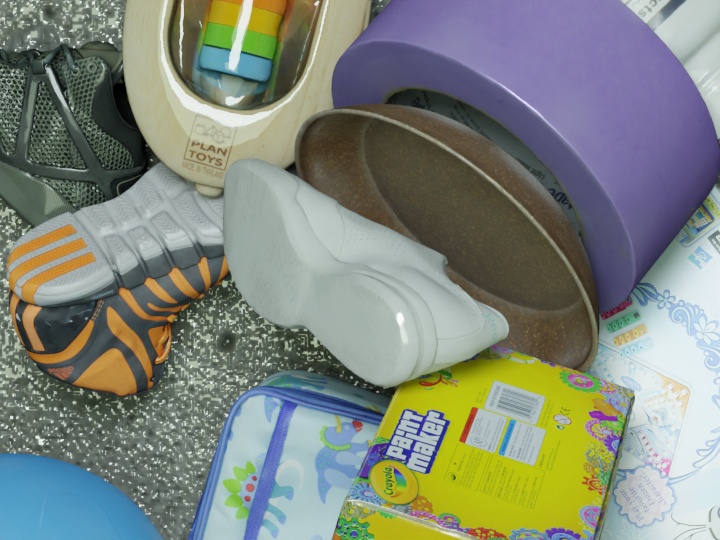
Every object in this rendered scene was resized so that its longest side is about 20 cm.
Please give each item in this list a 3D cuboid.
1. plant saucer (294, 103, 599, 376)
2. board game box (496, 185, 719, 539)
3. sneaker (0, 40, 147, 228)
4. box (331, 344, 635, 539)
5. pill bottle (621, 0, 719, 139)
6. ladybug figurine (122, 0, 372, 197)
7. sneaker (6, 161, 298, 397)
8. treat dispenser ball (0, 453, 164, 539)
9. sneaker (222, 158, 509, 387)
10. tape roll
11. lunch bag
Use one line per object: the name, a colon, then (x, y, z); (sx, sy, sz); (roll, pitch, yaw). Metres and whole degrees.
plant saucer: (0.053, -0.022, 1.357); (0.200, 0.200, 0.037); (41, 66, -1)
board game box: (0.177, 0.088, 1.421); (0.199, 0.043, 0.200); (-36, 77, 3)
sneaker: (-0.201, -0.113, 1.461); (0.199, 0.076, 0.114); (40, 99, -4)
box: (0.048, 0.167, 1.304); (0.122, 0.200, 0.193); (17, 115, 6)
pill bottle: (0.138, -0.157, 1.396); (0.111, 0.111, 0.200); (-43, 92, 10)
ladybug figurine: (-0.064, -0.140, 1.433); (0.135, 0.072, 0.201); (17, 91, -1)
sneaker: (-0.109, 0.001, 1.471); (0.200, 0.078, 0.112); (-20, 139, -16)
treat dispenser ball: (-0.196, 0.202, 1.411); (0.200, 0.201, 0.202); (1, 99, 6)
sneaker: (0.000, 0.000, 1.351); (0.088, 0.200, 0.075); (-9, 123, -33)
tape roll: (0.087, -0.075, 1.363); (0.200, 0.200, 0.085); (40, 66, -1)
lunch bag: (-0.024, 0.167, 1.480); (0.160, 0.082, 0.201); (19, 99, 6)
